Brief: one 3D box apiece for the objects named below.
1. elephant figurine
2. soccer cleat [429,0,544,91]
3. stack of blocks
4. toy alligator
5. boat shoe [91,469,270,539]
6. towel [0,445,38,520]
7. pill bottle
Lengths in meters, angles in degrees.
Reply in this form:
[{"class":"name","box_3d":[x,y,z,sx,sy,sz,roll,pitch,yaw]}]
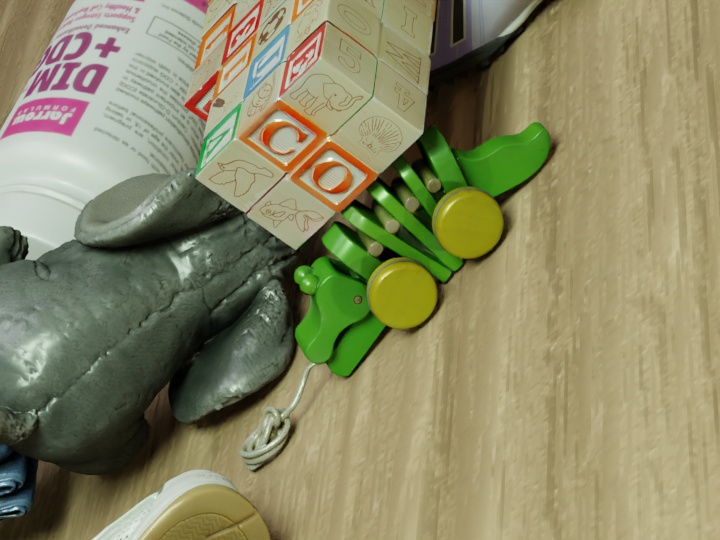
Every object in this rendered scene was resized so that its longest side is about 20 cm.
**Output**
[{"class":"elephant figurine","box_3d":[-0.088,0.002,1.176,0.199,0.142,0.156,-29,55,8]},{"class":"soccer cleat","box_3d":[0.064,-0.152,1.187,0.200,0.073,0.068,-30,29,39]},{"class":"stack of blocks","box_3d":[-0.023,-0.101,1.139,0.115,0.058,0.200,-42,24,31]},{"class":"toy alligator","box_3d":[0.000,0.000,1.089,0.200,0.054,0.059,-47,22,6]},{"class":"boat shoe","box_3d":[-0.118,0.163,1.040,0.200,0.071,0.069,-43,18,-2]},{"class":"towel","box_3d":[-0.250,0.107,1.245,0.199,0.049,0.112,-24,31,12]},{"class":"pill bottle","box_3d":[-0.141,-0.063,1.377,0.113,0.113,0.201,-25,33,45]}]
